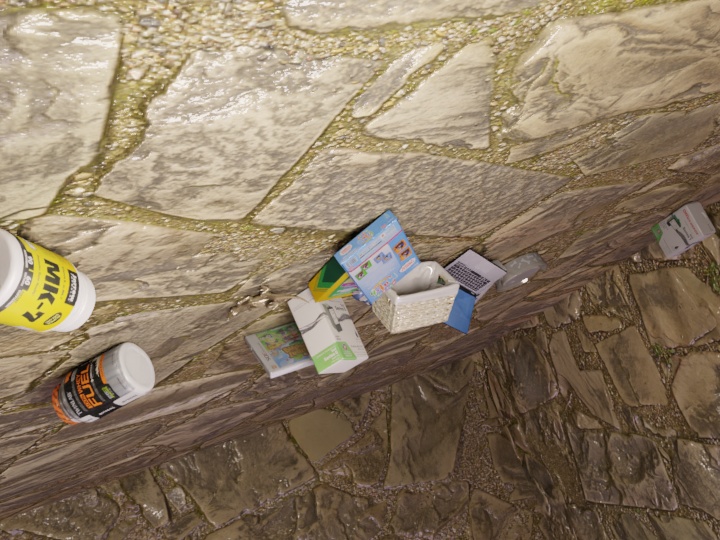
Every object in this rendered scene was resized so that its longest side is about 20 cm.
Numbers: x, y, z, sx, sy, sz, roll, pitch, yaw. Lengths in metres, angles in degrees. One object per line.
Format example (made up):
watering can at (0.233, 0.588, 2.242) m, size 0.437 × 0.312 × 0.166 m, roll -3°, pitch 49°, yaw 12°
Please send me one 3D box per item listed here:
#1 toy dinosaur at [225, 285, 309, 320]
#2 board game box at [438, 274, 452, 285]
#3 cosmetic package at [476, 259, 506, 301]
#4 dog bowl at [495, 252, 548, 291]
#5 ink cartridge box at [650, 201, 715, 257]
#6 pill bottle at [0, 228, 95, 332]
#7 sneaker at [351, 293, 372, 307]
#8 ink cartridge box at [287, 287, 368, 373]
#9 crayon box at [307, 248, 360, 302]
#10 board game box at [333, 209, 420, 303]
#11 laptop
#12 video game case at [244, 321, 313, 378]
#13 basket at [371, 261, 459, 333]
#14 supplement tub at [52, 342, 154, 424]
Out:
toy dinosaur at (-0.214, 0.066, 1.514) m, size 0.197 × 0.059 × 0.101 m, roll -12°, pitch 176°, yaw -12°
board game box at (0.169, 0.060, 1.900) m, size 0.104 × 0.024 × 0.201 m, roll 22°, pitch 136°, yaw -13°
cosmetic package at (0.365, 0.057, 2.142) m, size 0.150 × 0.052 × 0.201 m, roll -15°, pitch 148°, yaw -54°
dog bowl at (0.554, 0.003, 2.323) m, size 0.198 × 0.059 × 0.200 m, roll -21°, pitch 162°, yaw -7°
ink cartridge box at (1.301, -0.164, 2.681) m, size 0.083 × 0.148 × 0.200 m, roll -13°, pitch 159°, yaw -27°
pill bottle at (-0.461, 0.021, 0.914) m, size 0.113 × 0.116 × 0.200 m, roll -24°, pitch 164°, yaw 3°
sneaker at (0.053, 0.077, 1.819) m, size 0.075 × 0.089 × 0.199 m, roll -32°, pitch 160°, yaw 31°
ink cartridge box at (-0.081, 0.148, 1.658) m, size 0.083 × 0.202 × 0.145 m, roll -32°, pitch 162°, yaw 20°
crayon box at (0.000, 0.000, 1.568) m, size 0.198 × 0.059 × 0.172 m, roll -10°, pitch 159°, yaw -37°
board game box at (0.042, -0.024, 1.442) m, size 0.151 × 0.037 × 0.200 m, roll -39°, pitch 146°, yaw -2°
laptop at (0.319, 0.065, 1.966) m, size 0.186 × 0.117 × 0.199 m, roll 26°, pitch 128°, yaw -37°
video game case at (-0.182, 0.199, 1.755) m, size 0.198 × 0.182 × 0.022 m, roll -15°, pitch 123°, yaw -26°
basket at (0.139, 0.070, 1.742) m, size 0.197 × 0.136 × 0.125 m, roll -10°, pitch 125°, yaw -25°
supplement tub at (-0.562, 0.251, 1.448) m, size 0.198 × 0.124 × 0.122 m, roll -28°, pitch 163°, yaw 12°
